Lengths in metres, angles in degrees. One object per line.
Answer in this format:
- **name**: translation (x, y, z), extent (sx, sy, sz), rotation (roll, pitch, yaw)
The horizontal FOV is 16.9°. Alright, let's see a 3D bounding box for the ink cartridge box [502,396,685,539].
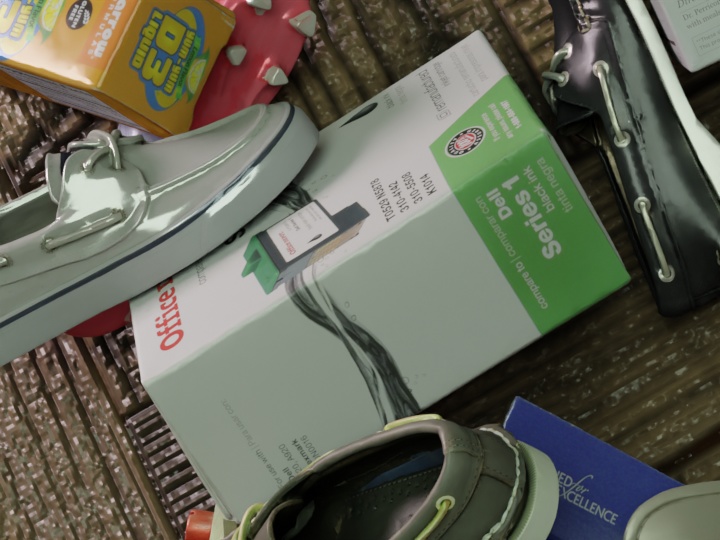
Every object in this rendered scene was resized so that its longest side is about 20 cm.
- **ink cartridge box**: translation (0.106, 0.185, 0.994), extent (0.197, 0.047, 0.201), rotation (28, 86, -19)

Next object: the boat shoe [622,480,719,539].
- **boat shoe**: translation (0.197, 0.133, 0.996), extent (0.198, 0.063, 0.073), rotation (9, 73, -8)

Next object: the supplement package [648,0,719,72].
- **supplement package**: translation (0.148, -0.202, 1.054), extent (0.109, 0.114, 0.201), rotation (-24, 96, 6)

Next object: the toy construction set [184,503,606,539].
- **toy construction set**: translation (0.009, 0.149, 1.053), extent (0.198, 0.092, 0.132), rotation (8, 91, 19)

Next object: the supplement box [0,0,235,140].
- **supplement box**: translation (-0.155, -0.120, 1.132), extent (0.199, 0.069, 0.067), rotation (19, 82, 37)

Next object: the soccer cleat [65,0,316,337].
- **soccer cleat**: translation (-0.092, -0.061, 1.148), extent (0.201, 0.066, 0.076), rotation (-59, 35, 5)

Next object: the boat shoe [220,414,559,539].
- **boat shoe**: translation (-0.015, 0.109, 0.971), extent (0.201, 0.060, 0.073), rotation (-28, 48, 35)

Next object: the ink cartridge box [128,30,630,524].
- **ink cartridge box**: translation (0.000, 0.000, 1.055), extent (0.199, 0.146, 0.085), rotation (-32, 114, 4)

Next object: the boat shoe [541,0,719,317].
- **boat shoe**: translation (0.115, -0.074, 1.091), extent (0.060, 0.074, 0.201), rotation (-28, 81, 1)

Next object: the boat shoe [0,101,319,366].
- **boat shoe**: translation (-0.115, -0.028, 1.068), extent (0.199, 0.072, 0.066), rotation (-28, 112, 15)
